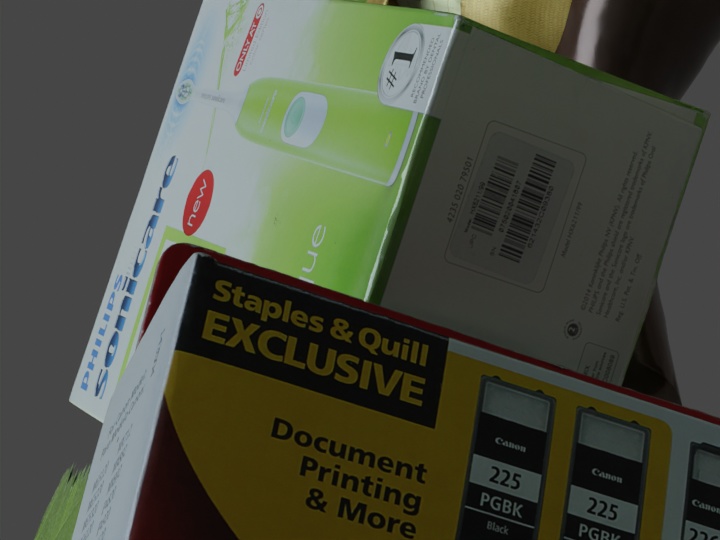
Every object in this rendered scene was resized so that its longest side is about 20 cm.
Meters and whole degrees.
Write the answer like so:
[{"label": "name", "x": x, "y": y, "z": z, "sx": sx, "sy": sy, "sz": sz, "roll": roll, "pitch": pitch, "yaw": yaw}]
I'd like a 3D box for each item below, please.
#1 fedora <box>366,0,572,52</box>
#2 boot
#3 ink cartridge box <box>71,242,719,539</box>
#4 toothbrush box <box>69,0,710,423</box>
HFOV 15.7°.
[{"label": "fedora", "x": 0.079, "y": -0.135, "z": 0.997, "sx": 0.201, "sy": 0.082, "sz": 0.201, "roll": -53, "pitch": -16, "yaw": -22}, {"label": "boot", "x": 0.093, "y": -0.019, "z": 0.878, "sx": 0.200, "sy": 0.064, "sz": 0.187, "roll": -87, "pitch": 19, "yaw": -46}, {"label": "ink cartridge box", "x": 0.035, "y": 0.078, "z": 0.600, "sx": 0.084, "sy": 0.199, "sz": 0.176, "roll": 127, "pitch": 158, "yaw": -58}, {"label": "toothbrush box", "x": 0.000, "y": 0.000, "z": 0.775, "sx": 0.200, "sy": 0.086, "sz": 0.146, "roll": 22, "pitch": 93, "yaw": 67}]
